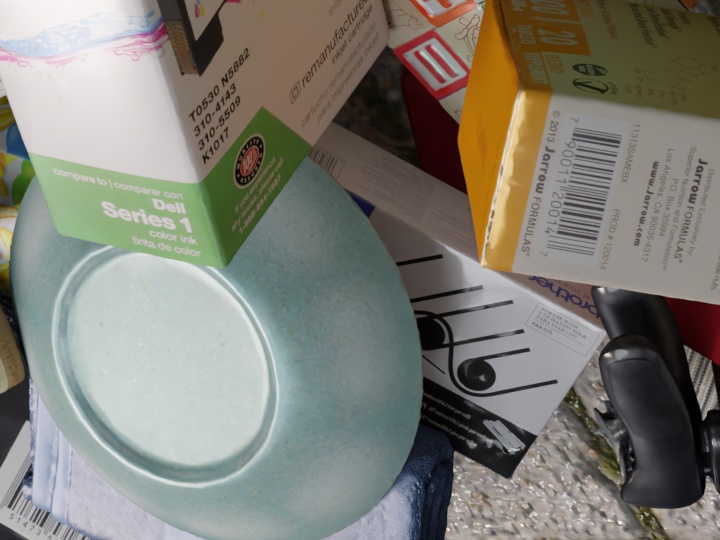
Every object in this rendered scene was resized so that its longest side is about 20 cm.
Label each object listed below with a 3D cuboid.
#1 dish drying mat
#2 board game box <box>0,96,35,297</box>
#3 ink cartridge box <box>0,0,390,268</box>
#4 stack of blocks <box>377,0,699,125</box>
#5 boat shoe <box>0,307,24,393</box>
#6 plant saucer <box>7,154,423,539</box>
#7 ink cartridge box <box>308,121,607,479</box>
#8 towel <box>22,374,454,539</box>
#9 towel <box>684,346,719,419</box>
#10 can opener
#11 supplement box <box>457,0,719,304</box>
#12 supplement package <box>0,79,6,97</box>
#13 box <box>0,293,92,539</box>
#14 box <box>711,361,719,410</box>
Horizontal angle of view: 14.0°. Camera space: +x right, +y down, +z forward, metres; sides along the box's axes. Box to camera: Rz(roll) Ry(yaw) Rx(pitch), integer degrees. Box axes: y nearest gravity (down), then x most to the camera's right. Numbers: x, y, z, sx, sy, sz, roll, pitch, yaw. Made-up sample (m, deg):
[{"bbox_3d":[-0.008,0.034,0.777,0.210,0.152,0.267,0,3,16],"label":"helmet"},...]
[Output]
[{"bbox_3d":[0.096,-0.022,1.247,0.200,0.018,0.077,32,151,38],"label":"dish drying mat"},{"bbox_3d":[-0.140,-0.054,1.370,0.200,0.105,0.103,17,140,20],"label":"board game box"},{"bbox_3d":[-0.072,-0.125,1.097,0.084,0.145,0.200,13,139,27],"label":"ink cartridge box"},{"bbox_3d":[0.030,-0.153,1.161,0.200,0.059,0.115,45,143,-16],"label":"stack of blocks"},{"bbox_3d":[-0.223,0.004,1.308,0.200,0.064,0.071,36,150,48],"label":"boat shoe"},{"bbox_3d":[-0.071,0.032,1.208,0.201,0.039,0.201,13,118,26],"label":"plant saucer"},{"bbox_3d":[0.000,0.000,1.237,0.200,0.044,0.094,28,125,-3],"label":"ink cartridge box"},{"bbox_3d":[-0.053,0.086,1.276,0.200,0.049,0.112,20,121,22],"label":"towel"},{"bbox_3d":[0.212,0.029,1.262,0.192,0.035,0.200,29,146,12],"label":"towel"},{"bbox_3d":[0.123,0.046,1.202,0.079,0.063,0.200,-18,152,10],"label":"can opener"},{"bbox_3d":[0.142,-0.041,1.078,0.200,0.126,0.074,9,113,-7],"label":"supplement box"},{"bbox_3d":[-0.217,-0.133,1.260,0.200,0.117,0.117,-20,134,25],"label":"supplement package"},{"bbox_3d":[-0.127,0.096,1.442,0.200,0.123,0.198,30,-174,5],"label":"box"},{"bbox_3d":[0.229,0.047,1.197,0.200,0.021,0.164,22,144,33],"label":"box"}]
